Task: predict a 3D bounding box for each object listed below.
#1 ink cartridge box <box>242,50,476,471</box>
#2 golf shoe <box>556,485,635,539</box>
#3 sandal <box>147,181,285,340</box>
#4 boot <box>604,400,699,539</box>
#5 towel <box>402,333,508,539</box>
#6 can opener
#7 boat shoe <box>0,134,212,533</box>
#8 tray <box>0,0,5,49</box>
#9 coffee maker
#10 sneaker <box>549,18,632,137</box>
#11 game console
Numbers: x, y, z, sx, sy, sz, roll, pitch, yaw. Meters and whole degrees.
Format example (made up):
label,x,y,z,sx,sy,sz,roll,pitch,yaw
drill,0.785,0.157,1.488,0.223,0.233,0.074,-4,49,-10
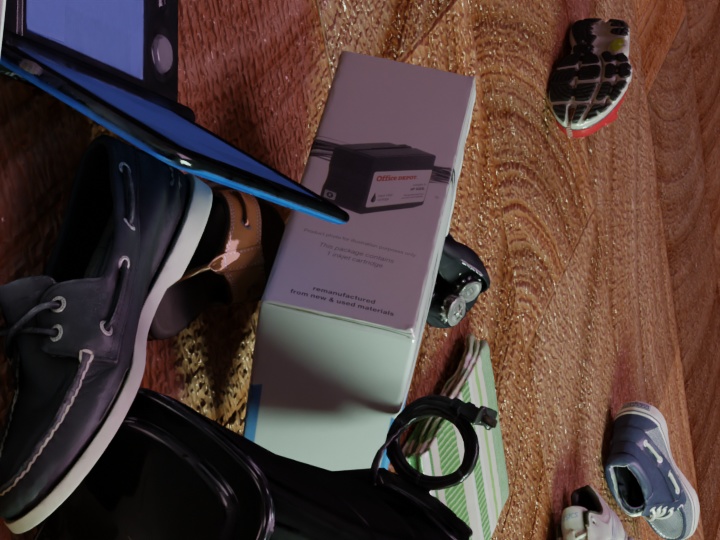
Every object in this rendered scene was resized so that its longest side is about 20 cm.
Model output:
label,x,y,z,sx,sy,sz,roll,pitch,yaw
ink cartridge box,0.000,0.000,1.019,0.145,0.083,0.200,99,5,-47
golf shoe,0.197,0.267,1.667,0.097,0.078,0.200,65,19,-11
sandal,-0.069,-0.007,0.967,0.200,0.054,0.082,-2,91,-71
boot,0.303,0.239,1.951,0.200,0.073,0.090,63,37,-33
towel,0.074,0.155,1.390,0.200,0.023,0.153,-55,138,-61
can opener,0.031,-0.017,1.261,0.063,0.079,0.200,-50,148,-2
boat shoe,-0.126,0.018,0.799,0.066,0.074,0.200,41,52,-24
tray,-0.148,-0.021,0.675,0.200,0.022,0.108,109,-17,-49
coffee maker,-0.046,0.124,0.851,0.200,0.134,0.193,33,66,-55
sneaker,0.234,-0.174,1.795,0.200,0.077,0.085,-63,150,-53
game console,-0.089,-0.113,0.837,0.200,0.118,0.171,17,72,-69
